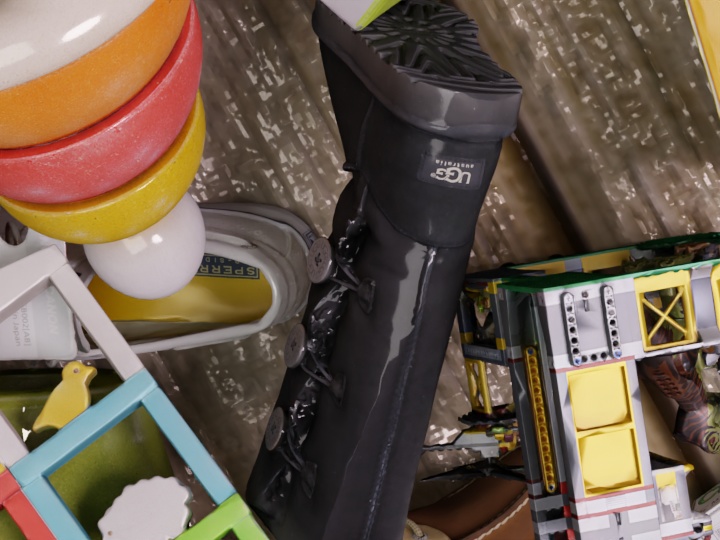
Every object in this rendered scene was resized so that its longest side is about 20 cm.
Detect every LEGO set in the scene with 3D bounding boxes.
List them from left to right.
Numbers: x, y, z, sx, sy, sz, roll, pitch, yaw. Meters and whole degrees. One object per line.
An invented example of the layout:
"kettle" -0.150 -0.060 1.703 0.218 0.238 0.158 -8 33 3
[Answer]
"LEGO set" 0.111 0.052 0.756 0.153 0.200 0.116 -10 94 -20

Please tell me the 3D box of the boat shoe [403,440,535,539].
"boat shoe" 0.008 0.134 0.828 0.200 0.076 0.074 -42 106 -20

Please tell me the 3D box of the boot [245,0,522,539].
"boot" 0.000 0.000 0.799 0.065 0.165 0.201 7 111 -12

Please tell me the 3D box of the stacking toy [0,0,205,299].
"stacking toy" -0.105 -0.056 0.750 0.146 0.146 0.200 -5 137 15

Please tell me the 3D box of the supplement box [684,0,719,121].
"supplement box" 0.226 -0.106 0.739 0.199 0.109 0.110 -15 101 17

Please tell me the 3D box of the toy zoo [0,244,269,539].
"toy zoo" -0.130 0.083 0.782 0.131 0.020 0.200 -37 83 -7

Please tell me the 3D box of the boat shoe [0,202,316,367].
"boat shoe" -0.122 0.011 0.865 0.201 0.086 0.075 1 105 13

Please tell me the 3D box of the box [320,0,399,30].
"box" -0.028 -0.169 0.775 0.200 0.122 0.048 42 116 1

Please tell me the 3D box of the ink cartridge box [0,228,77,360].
"ink cartridge box" -0.202 -0.043 0.865 0.199 0.050 0.163 -2 98 24

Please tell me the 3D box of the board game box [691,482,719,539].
"board game box" 0.251 0.092 0.825 0.200 0.035 0.126 -38 93 20

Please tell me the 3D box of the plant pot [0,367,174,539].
"plant pot" -0.149 0.142 0.867 0.200 0.200 0.194 -2 92 14
